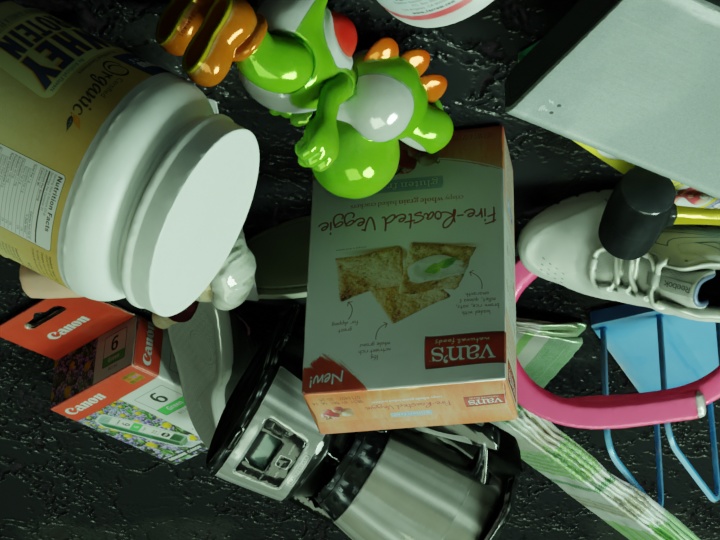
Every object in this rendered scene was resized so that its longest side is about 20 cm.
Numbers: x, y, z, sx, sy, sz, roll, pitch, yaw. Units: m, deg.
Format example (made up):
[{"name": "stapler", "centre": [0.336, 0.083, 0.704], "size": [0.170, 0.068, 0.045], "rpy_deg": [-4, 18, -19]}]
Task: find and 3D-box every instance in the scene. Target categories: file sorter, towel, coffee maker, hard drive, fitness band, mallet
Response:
[{"name": "file sorter", "centre": [0.294, 0.094, 1.488], "size": [0.198, 0.124, 0.139], "rpy_deg": [-14, 145, 23]}, {"name": "towel", "centre": [0.060, 0.063, 1.545], "size": [0.198, 0.024, 0.153], "rpy_deg": [11, 147, -17]}, {"name": "coffee maker", "centre": [0.001, 0.128, 1.380], "size": [0.199, 0.135, 0.192], "rpy_deg": [32, 180, -4]}, {"name": "hard drive", "centre": [0.207, -0.110, 1.179], "size": [0.199, 0.033, 0.140], "rpy_deg": [19, 141, -24]}, {"name": "fitness band", "centre": [0.188, 0.040, 1.409], "size": [0.198, 0.145, 0.037], "rpy_deg": [-7, -169, 11]}, {"name": "mallet", "centre": [0.258, -0.039, 1.281], "size": [0.198, 0.041, 0.066], "rpy_deg": [-1, 150, -1]}, {"name": "towel", "centre": [0.168, 0.153, 1.518], "size": [0.199, 0.031, 0.149], "rpy_deg": [37, 173, -8]}]

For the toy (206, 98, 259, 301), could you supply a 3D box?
[{"name": "toy", "centre": [-0.131, -0.063, 1.327], "size": [0.114, 0.047, 0.201], "rpy_deg": [9, 138, 14]}]

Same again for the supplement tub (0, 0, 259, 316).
[{"name": "supplement tub", "centre": [-0.175, -0.069, 1.178], "size": [0.199, 0.145, 0.145], "rpy_deg": [26, 151, 16]}]

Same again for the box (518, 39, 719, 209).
[{"name": "box", "centre": [0.209, -0.104, 1.257], "size": [0.199, 0.049, 0.117], "rpy_deg": [31, 137, -33]}]

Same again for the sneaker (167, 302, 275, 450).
[{"name": "sneaker", "centre": [-0.086, 0.054, 1.486], "size": [0.099, 0.071, 0.201], "rpy_deg": [-32, 147, -22]}]

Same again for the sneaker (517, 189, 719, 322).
[{"name": "sneaker", "centre": [0.204, -0.006, 1.336], "size": [0.198, 0.087, 0.075], "rpy_deg": [7, 108, 12]}]

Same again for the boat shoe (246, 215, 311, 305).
[{"name": "boat shoe", "centre": [0.000, -0.002, 1.399], "size": [0.198, 0.075, 0.066], "rpy_deg": [-16, 137, 16]}]

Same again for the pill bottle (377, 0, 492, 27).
[{"name": "pill bottle", "centre": [0.003, -0.224, 1.024], "size": [0.108, 0.110, 0.200], "rpy_deg": [-18, 142, 28]}]

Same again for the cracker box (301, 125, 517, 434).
[{"name": "cracker box", "centre": [0.034, 0.004, 1.290], "size": [0.133, 0.202, 0.058], "rpy_deg": [-5, 147, 10]}]

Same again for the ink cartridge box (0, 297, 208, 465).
[{"name": "ink cartridge box", "centre": [-0.189, 0.087, 1.566], "size": [0.109, 0.051, 0.199], "rpy_deg": [-27, 138, 37]}]

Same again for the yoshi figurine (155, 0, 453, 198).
[{"name": "yoshi figurine", "centre": [-0.035, -0.103, 1.225], "size": [0.199, 0.113, 0.112], "rpy_deg": [23, 153, -32]}]

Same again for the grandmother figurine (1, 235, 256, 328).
[{"name": "grandmother figurine", "centre": [-0.152, -0.003, 1.322], "size": [0.199, 0.061, 0.121], "rpy_deg": [4, 147, 36]}]
